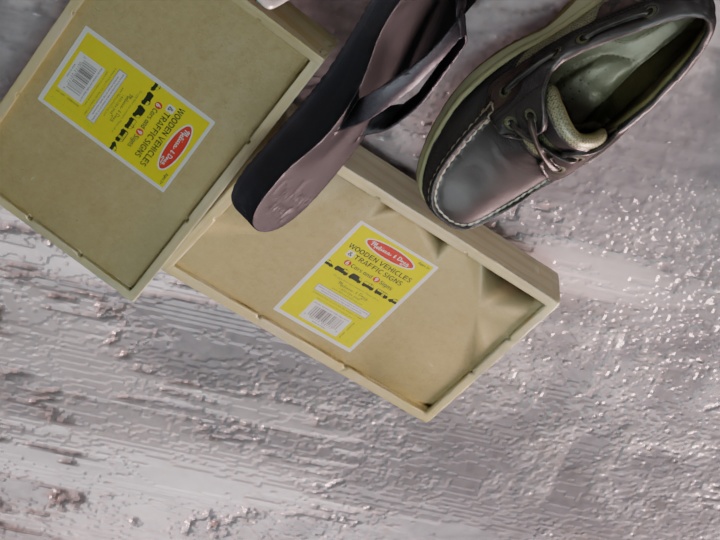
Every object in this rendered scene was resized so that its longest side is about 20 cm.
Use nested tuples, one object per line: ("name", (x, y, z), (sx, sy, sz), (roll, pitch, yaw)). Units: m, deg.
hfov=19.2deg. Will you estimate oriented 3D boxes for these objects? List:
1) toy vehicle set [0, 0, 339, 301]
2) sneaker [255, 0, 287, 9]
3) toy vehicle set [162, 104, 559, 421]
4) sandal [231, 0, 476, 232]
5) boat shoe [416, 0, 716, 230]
("toy vehicle set", (-0.118, -0.087, 1.138), (0.124, 0.027, 0.200), (37, 123, -6))
("sneaker", (0.021, -0.190, 1.028), (0.200, 0.093, 0.070), (-28, 125, 22))
("toy vehicle set", (0.000, 0.000, 1.224), (0.200, 0.027, 0.124), (32, 124, -23))
("sandal", (0.013, -0.094, 1.103), (0.043, 0.076, 0.200), (45, 109, 20))
("boat shoe", (0.106, -0.089, 1.121), (0.072, 0.066, 0.201), (39, 113, -23))
